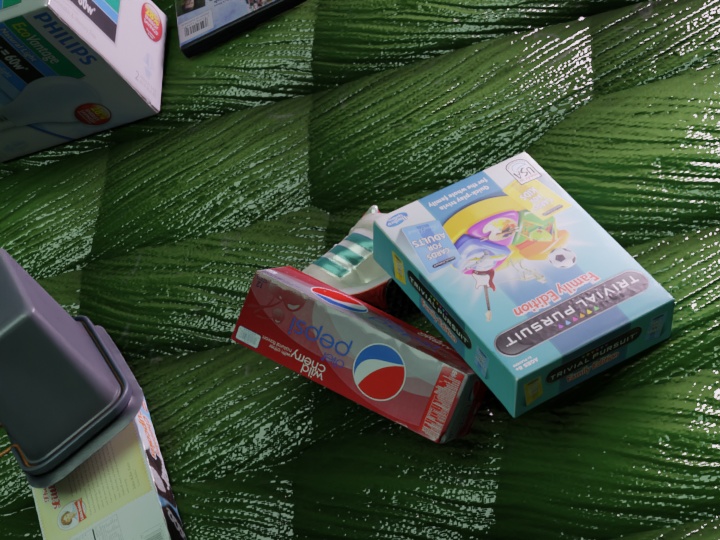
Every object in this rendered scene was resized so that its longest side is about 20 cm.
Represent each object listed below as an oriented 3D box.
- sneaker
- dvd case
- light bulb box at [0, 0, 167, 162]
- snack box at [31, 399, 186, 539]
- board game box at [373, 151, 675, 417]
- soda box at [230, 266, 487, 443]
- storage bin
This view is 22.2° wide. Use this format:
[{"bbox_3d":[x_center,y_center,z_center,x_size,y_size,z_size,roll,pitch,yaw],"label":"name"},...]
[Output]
[{"bbox_3d":[0.000,0.000,1.564,0.199,0.070,0.094,-22,45,14],"label":"sneaker"},{"bbox_3d":[-0.129,-0.320,1.874,0.142,0.018,0.201,-23,51,16],"label":"dvd case"},{"bbox_3d":[-0.327,-0.228,1.814,0.199,0.198,0.125,-15,56,24],"label":"light bulb box"},{"bbox_3d":[-0.222,0.198,1.585,0.116,0.037,0.201,-31,50,10],"label":"snack box"},{"bbox_3d":[0.125,0.005,1.442,0.150,0.047,0.200,-25,50,-21],"label":"board game box"},{"bbox_3d":[0.002,0.066,1.464,0.199,0.070,0.064,26,102,19],"label":"soda box"},{"bbox_3d":[-0.302,0.079,1.604,0.145,0.135,0.200,-39,29,-3],"label":"storage bin"}]
